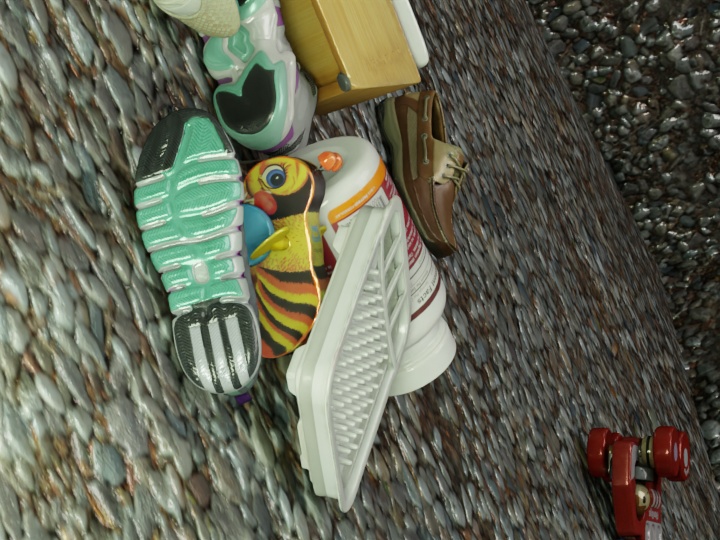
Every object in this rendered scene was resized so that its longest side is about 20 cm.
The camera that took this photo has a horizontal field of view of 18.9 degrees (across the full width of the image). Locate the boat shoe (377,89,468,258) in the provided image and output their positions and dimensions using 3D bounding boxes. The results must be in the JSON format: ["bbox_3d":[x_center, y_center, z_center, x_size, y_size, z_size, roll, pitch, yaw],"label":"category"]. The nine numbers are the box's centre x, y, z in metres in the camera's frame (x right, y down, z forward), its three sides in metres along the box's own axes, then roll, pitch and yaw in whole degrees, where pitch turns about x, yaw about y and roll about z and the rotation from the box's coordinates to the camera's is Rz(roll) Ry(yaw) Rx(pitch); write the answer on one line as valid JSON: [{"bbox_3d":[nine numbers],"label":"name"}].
[{"bbox_3d":[0.075,-0.112,2.321,0.076,0.074,0.200,44,27,-60],"label":"boat shoe"}]

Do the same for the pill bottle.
[{"bbox_3d":[0.000,0.000,1.762,0.113,0.113,0.200,-88,154,-60],"label":"pill bottle"}]

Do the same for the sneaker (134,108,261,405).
[{"bbox_3d":[-0.108,-0.007,1.475,0.088,0.074,0.200,72,9,-74],"label":"sneaker"}]

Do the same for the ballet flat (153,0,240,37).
[{"bbox_3d":[-0.162,-0.249,1.656,0.200,0.067,0.062,58,45,-25],"label":"ballet flat"}]

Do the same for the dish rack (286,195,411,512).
[{"bbox_3d":[-0.009,0.059,1.601,0.172,0.044,0.200,84,19,-50],"label":"dish rack"}]

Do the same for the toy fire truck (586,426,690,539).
[{"bbox_3d":[0.360,0.289,2.796,0.200,0.112,0.168,25,63,-70],"label":"toy fire truck"}]

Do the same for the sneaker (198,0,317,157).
[{"bbox_3d":[-0.084,-0.178,1.810,0.140,0.078,0.200,42,38,-65],"label":"sneaker"}]

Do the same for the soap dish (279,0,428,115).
[{"bbox_3d":[-0.034,-0.215,1.863,0.200,0.081,0.157,-10,-77,65],"label":"soap dish"}]

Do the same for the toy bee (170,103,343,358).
[{"bbox_3d":[-0.058,-0.041,1.606,0.131,0.109,0.200,-72,139,-67],"label":"toy bee"}]
